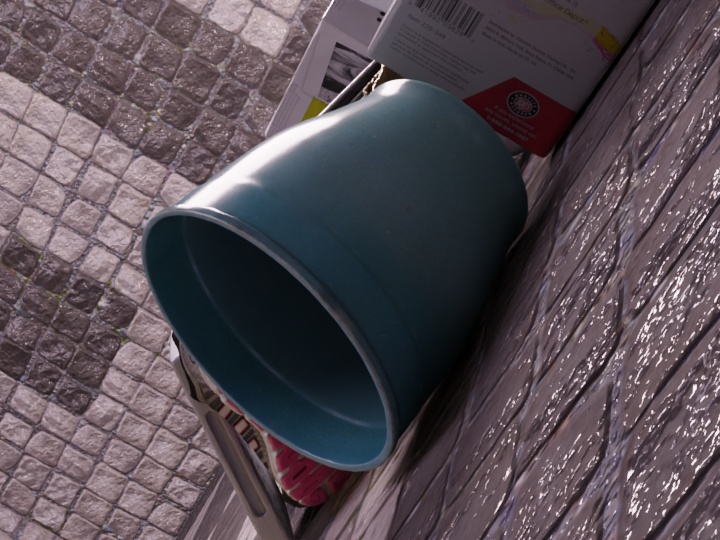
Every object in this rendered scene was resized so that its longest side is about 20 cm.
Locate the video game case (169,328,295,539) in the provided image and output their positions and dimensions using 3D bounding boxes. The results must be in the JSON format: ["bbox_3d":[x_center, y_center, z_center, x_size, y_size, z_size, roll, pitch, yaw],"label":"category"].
[{"bbox_3d":[-0.101,0.132,1.251,0.024,0.183,0.200,-27,7,-4],"label":"video game case"}]

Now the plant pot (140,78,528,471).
[{"bbox_3d":[0.000,-0.012,0.981,0.188,0.200,0.200,-44,-5,-29],"label":"plant pot"}]

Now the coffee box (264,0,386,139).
[{"bbox_3d":[0.058,-0.192,1.487,0.200,0.197,0.200,-62,3,-34],"label":"coffee box"}]

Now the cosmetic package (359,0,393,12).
[{"bbox_3d":[0.048,-0.276,1.322,0.200,0.150,0.052,-27,-47,-42],"label":"cosmetic package"}]

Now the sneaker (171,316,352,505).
[{"bbox_3d":[-0.070,0.090,1.125,0.074,0.200,0.087,-46,42,-12],"label":"sneaker"}]

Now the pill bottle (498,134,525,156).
[{"bbox_3d":[0.098,-0.157,1.231,0.201,0.119,0.120,-60,3,-1],"label":"pill bottle"}]

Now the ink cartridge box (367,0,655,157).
[{"bbox_3d":[0.117,-0.198,1.051,0.200,0.147,0.086,-56,5,33],"label":"ink cartridge box"}]

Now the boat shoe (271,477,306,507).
[{"bbox_3d":[-0.045,0.156,1.283,0.200,0.071,0.077,-132,41,-82],"label":"boat shoe"}]

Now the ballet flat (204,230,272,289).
[{"bbox_3d":[-0.055,-0.046,1.074,0.200,0.072,0.072,-38,-5,-20],"label":"ballet flat"}]

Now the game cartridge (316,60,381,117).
[{"bbox_3d":[0.014,-0.100,1.279,0.200,0.038,0.130,-50,-38,-44],"label":"game cartridge"}]

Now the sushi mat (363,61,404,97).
[{"bbox_3d":[0.039,-0.060,1.134,0.096,0.012,0.201,-61,-39,-54],"label":"sushi mat"}]
